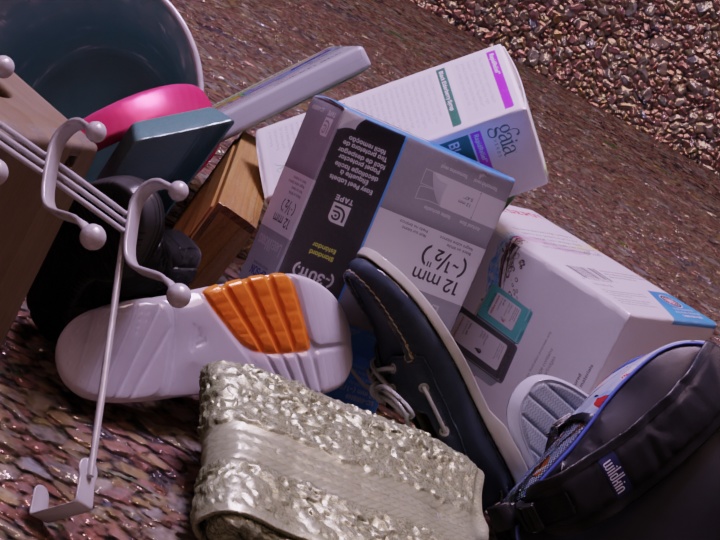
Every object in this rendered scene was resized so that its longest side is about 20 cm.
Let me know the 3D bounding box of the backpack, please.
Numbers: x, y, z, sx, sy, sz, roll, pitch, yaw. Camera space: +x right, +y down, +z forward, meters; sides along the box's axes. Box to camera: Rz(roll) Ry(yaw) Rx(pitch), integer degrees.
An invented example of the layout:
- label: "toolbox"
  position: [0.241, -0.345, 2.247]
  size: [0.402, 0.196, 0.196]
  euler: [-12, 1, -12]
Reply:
- label: "backpack"
  position: [0.200, 0.146, 1.065]
  size: [0.200, 0.191, 0.154]
  euler: [41, -7, -4]

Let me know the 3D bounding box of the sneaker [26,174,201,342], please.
- label: "sneaker"
  position: [-0.141, -0.011, 1.041]
  size: [0.104, 0.200, 0.060]
  euler: [-22, 75, -39]

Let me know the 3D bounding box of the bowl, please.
- label: "bowl"
  position: [-0.205, -0.119, 1.236]
  size: [0.200, 0.201, 0.105]
  euler: [32, -2, 8]

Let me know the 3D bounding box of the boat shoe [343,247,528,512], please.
- label: "boat shoe"
  position: [0.040, 0.077, 1.108]
  size: [0.200, 0.062, 0.075]
  euler: [58, -9, -21]

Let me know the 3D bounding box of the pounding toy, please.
- label: "pounding toy"
  position: [-0.255, -0.071, 0.970]
  size: [0.200, 0.184, 0.142]
  euler: [40, 19, 31]

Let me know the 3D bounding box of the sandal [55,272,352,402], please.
- label: "sandal"
  position: [-0.102, 0.045, 1.055]
  size: [0.206, 0.079, 0.059]
  euler: [-1, -6, -32]

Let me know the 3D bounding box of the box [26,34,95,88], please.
- label: "box"
  position: [-0.256, -0.218, 1.368]
  size: [0.122, 0.200, 0.193]
  euler: [22, 18, -24]

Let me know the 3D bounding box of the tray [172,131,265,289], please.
- label: "tray"
  position: [-0.111, -0.033, 1.243]
  size: [0.037, 0.099, 0.200]
  euler: [36, 16, -9]

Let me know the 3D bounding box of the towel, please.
- label: "towel"
  position: [-0.008, 0.132, 0.988]
  size: [0.200, 0.037, 0.149]
  euler: [24, 34, -21]

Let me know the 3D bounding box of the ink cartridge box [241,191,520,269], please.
- label: "ink cartridge box"
  position: [0.015, -0.033, 1.282]
  size: [0.048, 0.200, 0.146]
  euler: [31, 11, -46]

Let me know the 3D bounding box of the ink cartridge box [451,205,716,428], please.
- label: "ink cartridge box"
  position: [0.138, 0.051, 1.311]
  size: [0.200, 0.146, 0.147]
  euler: [35, 17, 35]

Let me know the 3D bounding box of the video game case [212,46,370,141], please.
- label: "video game case"
  position: [-0.095, -0.133, 1.379]
  size: [0.022, 0.200, 0.182]
  euler: [63, -4, -10]

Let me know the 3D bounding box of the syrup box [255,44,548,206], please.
- label: "syrup box"
  position: [0.031, -0.084, 1.235]
  size: [0.079, 0.199, 0.082]
  euler: [66, 9, -45]

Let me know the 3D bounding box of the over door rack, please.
- label: "over door rack"
  position: [-0.160, 0.010, 0.837]
  size: [0.066, 0.201, 0.148]
  euler: [-6, -30, 38]

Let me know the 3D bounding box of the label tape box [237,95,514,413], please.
- label: "label tape box"
  position: [0.000, 0.000, 1.148]
  size: [0.143, 0.201, 0.066]
  euler: [21, 3, -27]

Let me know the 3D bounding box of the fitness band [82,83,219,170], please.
- label: "fitness band"
  position: [-0.175, -0.057, 1.071]
  size: [0.143, 0.200, 0.038]
  euler: [-10, 69, -47]

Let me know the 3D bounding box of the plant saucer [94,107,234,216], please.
- label: "plant saucer"
  position: [-0.147, -0.044, 1.058]
  size: [0.070, 0.200, 0.019]
  euler: [-16, 71, -34]

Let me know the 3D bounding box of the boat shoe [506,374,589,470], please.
- label: "boat shoe"
  position: [0.157, 0.149, 1.180]
  size: [0.200, 0.074, 0.067]
  euler: [51, -17, -22]
